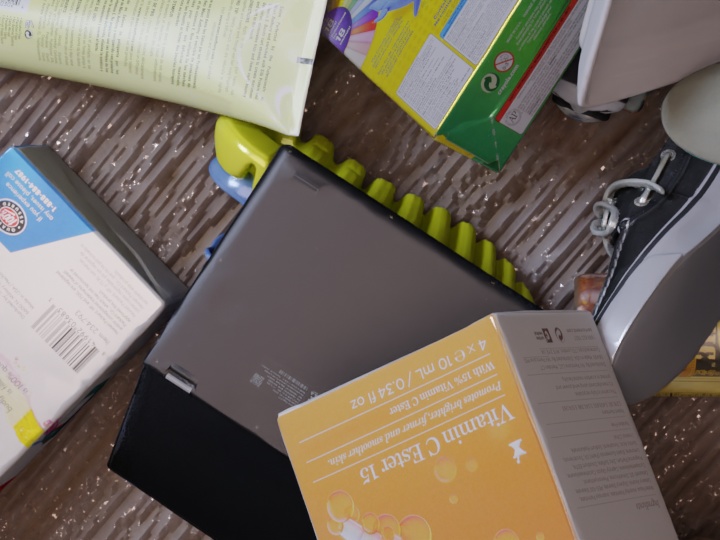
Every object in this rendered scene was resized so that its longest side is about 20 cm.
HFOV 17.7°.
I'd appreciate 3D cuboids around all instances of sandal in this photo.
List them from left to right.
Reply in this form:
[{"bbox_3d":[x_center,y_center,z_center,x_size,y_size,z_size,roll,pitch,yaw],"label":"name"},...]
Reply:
[{"bbox_3d":[0.000,0.000,1.174,0.200,0.079,0.087,34,115,6],"label":"sandal"}]

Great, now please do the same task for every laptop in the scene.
[{"bbox_3d":[-0.009,0.072,1.164,0.187,0.116,0.200,33,93,3],"label":"laptop"}]

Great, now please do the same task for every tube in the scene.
[{"bbox_3d":[-0.114,-0.117,1.162,0.200,0.052,0.058,9,126,21],"label":"tube"}]

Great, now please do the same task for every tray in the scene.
[{"bbox_3d":[0.157,-0.141,1.052,0.022,0.200,0.108,28,118,28],"label":"tray"}]

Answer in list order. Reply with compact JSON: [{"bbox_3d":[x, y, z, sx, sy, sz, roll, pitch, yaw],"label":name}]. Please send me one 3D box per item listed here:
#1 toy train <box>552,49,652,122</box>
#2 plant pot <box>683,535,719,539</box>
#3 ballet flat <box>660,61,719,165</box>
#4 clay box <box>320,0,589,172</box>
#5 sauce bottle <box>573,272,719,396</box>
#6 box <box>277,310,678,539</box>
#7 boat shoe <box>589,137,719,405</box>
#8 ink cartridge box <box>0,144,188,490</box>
[{"bbox_3d":[0.138,-0.167,1.116,0.085,0.114,0.200,22,97,5],"label":"toy train"},{"bbox_3d":[0.179,0.228,1.120,0.200,0.200,0.175,22,80,5],"label":"plant pot"},{"bbox_3d":[0.234,-0.078,1.020,0.199,0.064,0.068,5,61,7],"label":"ballet flat"},{"bbox_3d":[0.040,-0.140,1.115,0.048,0.200,0.115,26,103,-32],"label":"clay box"},{"bbox_3d":[0.206,0.031,1.150,0.199,0.066,0.066,-2,95,7],"label":"sauce bottle"},{"bbox_3d":[0.066,0.132,1.014,0.124,0.097,0.200,-27,76,29],"label":"box"},{"bbox_3d":[0.148,-0.021,1.111,0.068,0.074,0.200,19,62,30],"label":"boat shoe"},{"bbox_3d":[-0.200,0.044,1.201,0.200,0.067,0.116,-44,88,9],"label":"ink cartridge box"}]
